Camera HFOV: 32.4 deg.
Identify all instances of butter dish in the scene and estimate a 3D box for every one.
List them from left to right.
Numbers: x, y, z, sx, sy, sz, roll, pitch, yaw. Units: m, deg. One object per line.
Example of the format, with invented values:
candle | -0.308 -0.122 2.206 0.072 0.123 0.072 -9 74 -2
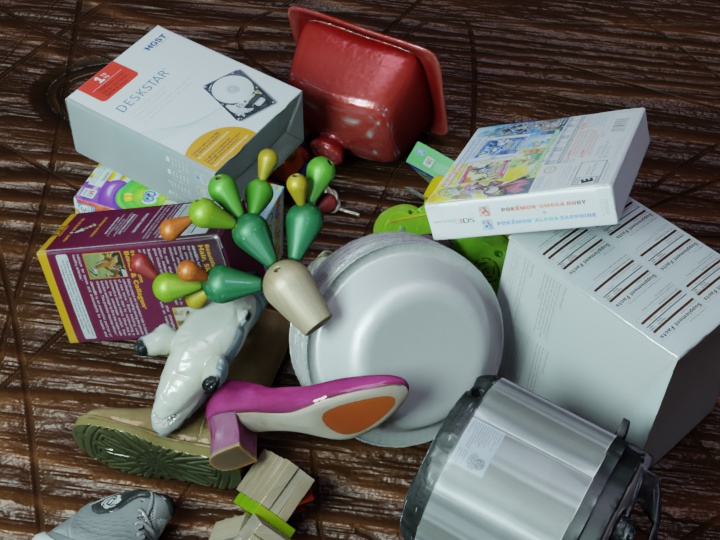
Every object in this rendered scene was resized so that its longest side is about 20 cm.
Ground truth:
butter dish | -0.011 -0.193 1.474 0.199 0.200 0.148 22 71 17

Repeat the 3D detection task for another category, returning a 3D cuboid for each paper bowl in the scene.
paper bowl | 0.041 0.069 1.167 0.200 0.201 0.104 -12 14 -16

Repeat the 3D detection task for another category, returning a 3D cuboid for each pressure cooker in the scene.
pressure cooker | 0.153 0.206 1.065 0.200 0.176 0.179 26 20 16

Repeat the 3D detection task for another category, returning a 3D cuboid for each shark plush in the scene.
shark plush | -0.137 0.062 1.161 0.091 0.083 0.200 15 49 15

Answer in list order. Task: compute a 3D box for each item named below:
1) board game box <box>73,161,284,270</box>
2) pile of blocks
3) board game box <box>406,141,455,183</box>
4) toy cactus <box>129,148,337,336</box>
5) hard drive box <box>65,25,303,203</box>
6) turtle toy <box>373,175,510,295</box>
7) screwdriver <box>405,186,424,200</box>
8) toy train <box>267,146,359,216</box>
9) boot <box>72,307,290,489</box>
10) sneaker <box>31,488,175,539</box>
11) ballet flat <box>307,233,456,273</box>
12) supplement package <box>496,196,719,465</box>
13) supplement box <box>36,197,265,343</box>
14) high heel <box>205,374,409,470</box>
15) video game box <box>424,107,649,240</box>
board game box | -0.193 -0.047 1.342 0.199 0.105 0.103 15 45 11
pile of blocks | -0.093 0.257 1.095 0.062 0.082 0.200 41 52 -24
board game box | 0.156 -0.070 1.380 0.200 0.135 0.029 32 91 25
toy cactus | -0.090 -0.012 1.112 0.200 0.102 0.165 -34 81 -16
hard drive box | -0.185 -0.159 1.319 0.200 0.077 0.156 26 53 21
turtle toy | 0.089 -0.019 1.331 0.200 0.101 0.146 29 89 34
screwdriver | 0.135 -0.053 1.425 0.200 0.028 0.029 36 82 23
toy train | -0.087 -0.139 1.430 0.199 0.116 0.085 21 51 16
boot | -0.171 0.111 1.222 0.175 0.066 0.200 17 46 -5
sneaker | -0.182 0.240 1.067 0.199 0.075 0.115 16 39 30
ballet flat | 0.000 0.000 1.272 0.199 0.071 0.069 -16 67 25
supplement package | 0.250 0.056 1.214 0.147 0.192 0.200 -33 56 -32
supplement box | -0.205 0.001 1.243 0.199 0.111 0.086 -4 29 17
high heel | -0.052 0.108 1.115 0.199 0.067 0.096 -17 45 13
video game box | 0.178 -0.096 1.216 0.182 0.047 0.200 -2 27 24
